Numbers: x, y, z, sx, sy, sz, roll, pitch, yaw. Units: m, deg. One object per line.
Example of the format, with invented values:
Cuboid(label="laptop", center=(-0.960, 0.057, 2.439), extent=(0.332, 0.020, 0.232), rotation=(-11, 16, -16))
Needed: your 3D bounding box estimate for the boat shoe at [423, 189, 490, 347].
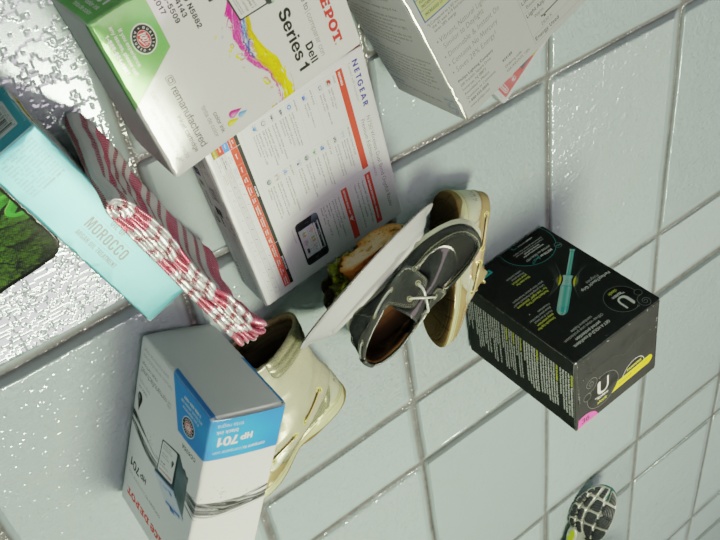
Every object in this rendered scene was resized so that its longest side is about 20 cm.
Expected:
Cuboid(label="boat shoe", center=(0.119, -0.001, 1.013), extent=(0.066, 0.074, 0.202), rotation=(-12, 124, -28))

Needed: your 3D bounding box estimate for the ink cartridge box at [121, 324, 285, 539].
Cuboid(label="ink cartridge box", center=(-0.159, 0.179, 0.836), extent=(0.085, 0.146, 0.202), rotation=(-5, 120, -39))

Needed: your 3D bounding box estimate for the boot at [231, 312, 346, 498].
Cuboid(label="boot", center=(-0.114, 0.154, 0.916), extent=(0.200, 0.072, 0.155), rotation=(-46, 139, -17))

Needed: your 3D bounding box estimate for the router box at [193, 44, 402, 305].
Cuboid(label="router box", center=(-0.058, -0.093, 0.816), extent=(0.179, 0.049, 0.201), rotation=(-35, 135, -19))

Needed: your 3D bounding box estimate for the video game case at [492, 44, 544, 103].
Cuboid(label="video game case", center=(0.172, -0.297, 0.904), extent=(0.142, 0.017, 0.201), rotation=(30, 95, -47))

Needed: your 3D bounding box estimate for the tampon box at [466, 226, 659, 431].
Cuboid(label="tampon box", center=(0.252, 0.069, 1.082), extent=(0.149, 0.200, 0.127), rotation=(-32, 134, -20))

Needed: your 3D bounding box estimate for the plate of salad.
Cuboid(label="plate of salad", center=(0.000, 0.000, 0.871), extent=(0.200, 0.048, 0.200), rotation=(-48, 176, -5))

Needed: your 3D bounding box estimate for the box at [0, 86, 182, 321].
Cuboid(label="box", center=(-0.223, -0.048, 0.680), extent=(0.049, 0.082, 0.200), rotation=(-42, 136, -7))

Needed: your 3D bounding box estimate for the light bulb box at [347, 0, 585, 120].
Cuboid(label="light bulb box", center=(0.085, -0.283, 0.747), extent=(0.198, 0.125, 0.200), rotation=(-45, 131, -8))

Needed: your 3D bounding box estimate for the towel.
Cuboid(label="towel", center=(-0.158, -0.034, 0.696), extent=(0.030, 0.146, 0.200), rotation=(-38, 136, -3))

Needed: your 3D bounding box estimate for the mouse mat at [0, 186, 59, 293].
Cuboid(label="mouse mat", center=(-0.344, -0.009, 0.620), extent=(0.199, 0.008, 0.161), rotation=(-35, 136, 1))

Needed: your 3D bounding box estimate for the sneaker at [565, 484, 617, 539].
Cuboid(label="sneaker", center=(0.439, 0.481, 1.629), extent=(0.079, 0.077, 0.202), rotation=(-30, 141, -49))

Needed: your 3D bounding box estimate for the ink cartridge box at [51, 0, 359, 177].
Cuboid(label="ink cartridge box", center=(-0.113, -0.198, 0.673), extent=(0.199, 0.084, 0.146), rotation=(-39, 136, -15))

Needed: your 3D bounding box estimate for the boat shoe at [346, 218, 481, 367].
Cuboid(label="boat shoe", center=(0.064, 0.028, 0.943), extent=(0.071, 0.068, 0.200), rotation=(33, 114, -27))
